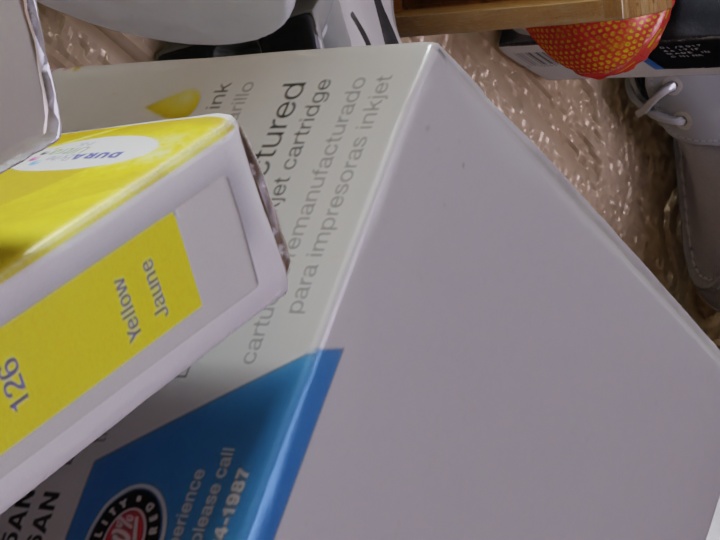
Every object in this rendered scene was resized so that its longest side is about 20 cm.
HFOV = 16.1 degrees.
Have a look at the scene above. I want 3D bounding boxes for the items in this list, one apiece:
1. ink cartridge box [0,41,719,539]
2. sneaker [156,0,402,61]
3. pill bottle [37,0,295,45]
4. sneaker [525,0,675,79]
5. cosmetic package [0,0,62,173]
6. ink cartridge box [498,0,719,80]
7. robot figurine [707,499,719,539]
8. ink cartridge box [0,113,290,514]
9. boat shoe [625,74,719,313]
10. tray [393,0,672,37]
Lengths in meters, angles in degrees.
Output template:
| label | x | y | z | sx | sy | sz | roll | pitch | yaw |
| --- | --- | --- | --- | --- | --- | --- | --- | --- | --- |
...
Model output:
| label | x | y | z | sx | sy | sz | roll | pitch | yaw |
| --- | --- | --- | --- | --- | --- | --- | --- | --- | --- |
| ink cartridge box | -0.047 | 0.051 | 0.569 | 0.145 | 0.199 | 0.148 | 43 | 59 | -42 |
| sneaker | 0.000 | 0.000 | 0.730 | 0.088 | 0.074 | 0.201 | -8 | 93 | -56 |
| pill bottle | -0.036 | -0.167 | 0.652 | 0.109 | 0.109 | 0.201 | 34 | 64 | -48 |
| sneaker | 0.053 | -0.158 | 0.797 | 0.077 | 0.073 | 0.201 | -11 | 89 | -65 |
| cosmetic package | -0.159 | -0.044 | 0.417 | 0.103 | 0.199 | 0.088 | -30 | 113 | -48 |
| ink cartridge box | 0.109 | -0.164 | 0.850 | 0.039 | 0.099 | 0.201 | 25 | 71 | -49 |
| robot figurine | 0.109 | 0.114 | 0.840 | 0.200 | 0.124 | 0.151 | -19 | 112 | -51 |
| ink cartridge box | -0.145 | 0.035 | 0.441 | 0.200 | 0.197 | 0.047 | -36 | 115 | -47 |
| boat shoe | 0.127 | -0.081 | 0.908 | 0.068 | 0.072 | 0.201 | -3 | 106 | -24 |
| tray | 0.032 | -0.172 | 0.744 | 0.037 | 0.098 | 0.201 | -19 | 105 | -54 |
